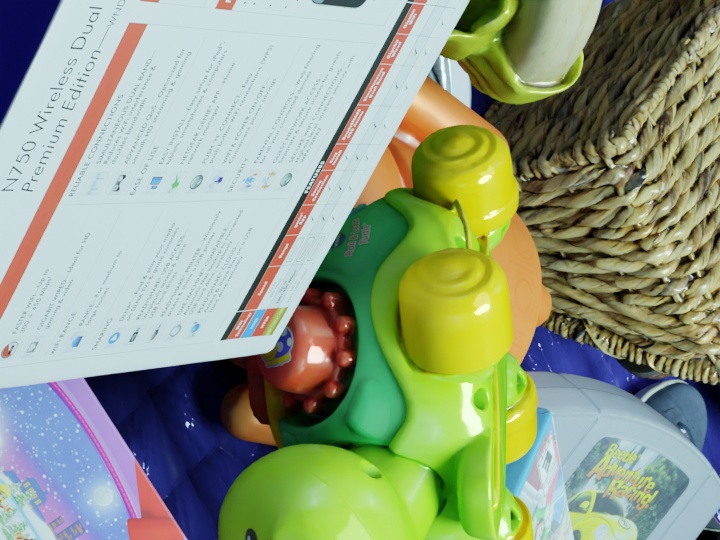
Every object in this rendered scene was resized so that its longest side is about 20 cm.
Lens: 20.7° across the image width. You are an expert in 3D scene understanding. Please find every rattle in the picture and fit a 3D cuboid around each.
[{"bbox_3d":[0.027,-0.167,0.759,0.131,0.141,0.202,-97,-168,-59],"label":"rattle"}]

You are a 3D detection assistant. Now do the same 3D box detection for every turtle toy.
[{"bbox_3d":[0.008,0.049,0.693,0.201,0.100,0.147,-81,165,-54],"label":"turtle toy"}]

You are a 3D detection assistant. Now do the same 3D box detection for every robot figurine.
[{"bbox_3d":[0.000,-0.002,0.845,0.199,0.143,0.118,24,42,-48],"label":"robot figurine"}]

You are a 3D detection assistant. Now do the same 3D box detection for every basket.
[{"bbox_3d":[0.150,-0.043,1.028,0.150,0.142,0.200,58,46,-19],"label":"basket"}]

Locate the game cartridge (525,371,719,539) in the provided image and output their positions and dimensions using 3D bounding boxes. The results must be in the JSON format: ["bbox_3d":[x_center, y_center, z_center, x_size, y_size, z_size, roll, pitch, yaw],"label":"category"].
[{"bbox_3d":[0.093,0.116,0.911,0.199,0.041,0.134,26,99,-51],"label":"game cartridge"}]

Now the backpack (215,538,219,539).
[{"bbox_3d":[-0.065,0.193,0.695,0.179,0.149,0.200,64,34,-24],"label":"backpack"}]

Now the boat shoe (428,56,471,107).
[{"bbox_3d":[0.016,-0.149,0.937,0.062,0.072,0.202,-22,97,-50],"label":"boat shoe"}]

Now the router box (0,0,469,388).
[{"bbox_3d":[-0.048,-0.063,0.555,0.179,0.049,0.201,-4,129,-56],"label":"router box"}]

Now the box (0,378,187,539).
[{"bbox_3d":[-0.145,0.066,0.596,0.136,0.039,0.201,-32,85,-24],"label":"box"}]

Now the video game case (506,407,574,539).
[{"bbox_3d":[0.061,0.172,0.832,0.201,0.018,0.144,75,35,-48],"label":"video game case"}]

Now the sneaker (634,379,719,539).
[{"bbox_3d":[0.170,0.133,1.069,0.075,0.084,0.201,59,41,-26],"label":"sneaker"}]

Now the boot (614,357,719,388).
[{"bbox_3d":[0.210,0.053,1.119,0.200,0.064,0.187,51,28,-28],"label":"boot"}]
